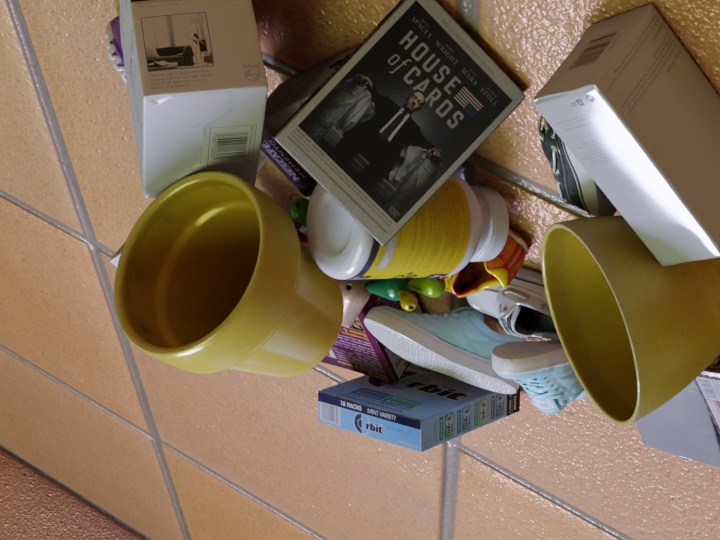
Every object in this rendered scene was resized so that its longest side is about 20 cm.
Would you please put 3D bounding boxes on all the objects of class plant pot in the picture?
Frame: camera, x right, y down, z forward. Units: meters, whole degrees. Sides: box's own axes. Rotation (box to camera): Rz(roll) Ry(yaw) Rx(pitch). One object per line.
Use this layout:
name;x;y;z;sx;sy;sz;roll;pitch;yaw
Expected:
plant pot;-0.121;0.022;1.483;0.200;0.201;0.189;12;168;40
plant pot;0.278;0.029;1.348;0.200;0.141;0.201;161;90;-79

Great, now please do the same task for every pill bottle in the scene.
pill bottle;0.053;-0.048;1.466;0.112;0.199;0.113;3;93;55

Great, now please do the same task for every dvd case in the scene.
dvd case;0.038;-0.146;1.346;0.150;0.200;0.025;44;180;-13

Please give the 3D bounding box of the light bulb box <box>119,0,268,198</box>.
light bulb box;-0.176;-0.212;1.459;0.124;0.201;0.198;-6;155;-12

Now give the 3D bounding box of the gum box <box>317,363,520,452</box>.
gum box;0.075;0.165;1.787;0.169;0.200;0.045;11;108;40

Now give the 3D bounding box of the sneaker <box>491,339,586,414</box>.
sneaker;0.208;0.119;1.556;0.074;0.082;0.200;2;-179;37

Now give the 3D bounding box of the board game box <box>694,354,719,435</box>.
board game box;0.448;0.127;1.378;0.200;0.097;0.160;8;141;43

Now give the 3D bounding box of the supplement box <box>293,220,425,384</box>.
supplement box;-0.010;0.031;1.769;0.131;0.103;0.200;14;144;34

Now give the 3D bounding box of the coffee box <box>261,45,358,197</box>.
coffee box;-0.024;-0.158;1.516;0.114;0.080;0.200;46;152;-17

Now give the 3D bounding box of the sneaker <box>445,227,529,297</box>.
sneaker;0.104;-0.007;1.605;0.073;0.077;0.200;45;154;-18

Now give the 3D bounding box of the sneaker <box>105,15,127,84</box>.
sneaker;-0.221;-0.222;1.668;0.200;0.088;0.080;56;-166;3

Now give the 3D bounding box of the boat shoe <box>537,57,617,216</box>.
boat shoe;0.196;-0.123;1.320;0.063;0.071;0.200;18;149;30

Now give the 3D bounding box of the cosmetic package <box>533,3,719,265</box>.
cosmetic package;0.255;-0.113;1.222;0.200;0.113;0.081;51;150;-20

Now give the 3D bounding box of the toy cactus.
toy cactus;0.000;0.000;1.590;0.199;0.102;0.165;22;129;3

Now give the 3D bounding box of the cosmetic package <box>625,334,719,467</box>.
cosmetic package;0.340;0.111;1.500;0.107;0.090;0.200;15;149;36

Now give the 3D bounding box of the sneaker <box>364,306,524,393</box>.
sneaker;0.104;0.075;1.690;0.199;0.082;0.074;24;158;-9

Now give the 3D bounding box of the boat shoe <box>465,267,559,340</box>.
boat shoe;0.183;0.040;1.592;0.200;0.067;0.074;2;136;49

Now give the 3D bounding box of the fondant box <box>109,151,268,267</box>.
fondant box;-0.204;-0.079;1.723;0.058;0.200;0.144;44;153;-13
